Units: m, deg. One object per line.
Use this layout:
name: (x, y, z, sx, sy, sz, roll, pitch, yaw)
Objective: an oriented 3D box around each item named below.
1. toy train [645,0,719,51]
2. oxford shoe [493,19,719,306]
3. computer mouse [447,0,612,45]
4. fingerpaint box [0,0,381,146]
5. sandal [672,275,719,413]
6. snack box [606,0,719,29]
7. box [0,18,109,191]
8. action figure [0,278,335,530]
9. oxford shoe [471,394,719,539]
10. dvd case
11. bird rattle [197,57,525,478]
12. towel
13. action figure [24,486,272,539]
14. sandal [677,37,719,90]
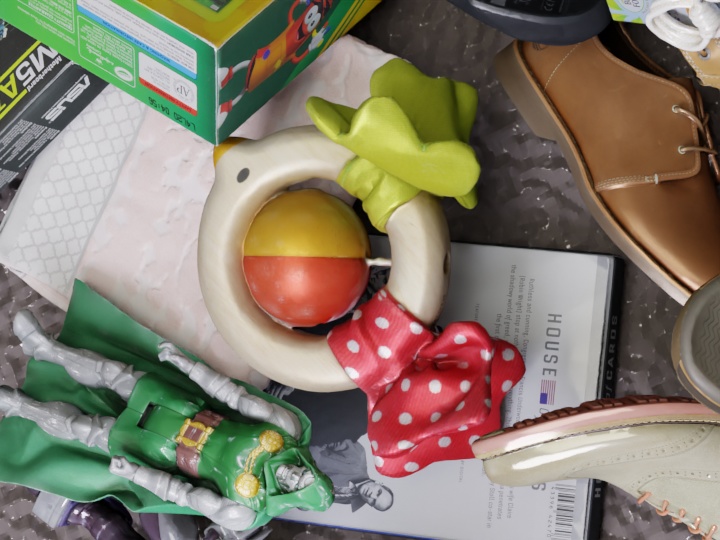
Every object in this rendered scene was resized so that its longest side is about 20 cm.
toy train: (0.221, -0.062, 1.323, 0.150, 0.200, 0.056, -30, 31, 54)
oxford shoe: (0.144, -0.051, 1.424, 0.071, 0.071, 0.200, -42, 71, 21)
computer mouse: (0.025, -0.148, 1.426, 0.199, 0.034, 0.059, 19, 51, 4)
fingerpaint box: (-0.096, -0.174, 1.492, 0.200, 0.167, 0.074, 30, 144, 22)
sandal: (0.241, 0.042, 1.336, 0.199, 0.055, 0.082, 17, 68, -1)
snack box: (0.203, -0.202, 1.373, 0.142, 0.053, 0.201, 8, 61, 25)
box: (-0.247, -0.115, 1.604, 0.200, 0.047, 0.193, -43, 65, 19)
action figure: (-0.095, 0.078, 1.470, 0.199, 0.055, 0.119, 19, 75, 28)
oxford shoe: (0.152, 0.094, 1.389, 0.199, 0.071, 0.074, -4, 91, 3)
dvd case: (0.031, 0.059, 1.497, 0.199, 0.025, 0.151, 5, 89, 25)
bird rattle: (0.000, 0.000, 1.449, 0.162, 0.113, 0.201, 3, 104, 23)
towel: (-0.087, -0.052, 1.537, 0.191, 0.032, 0.201, 29, 97, 31)
action figure: (-0.096, 0.147, 1.517, 0.130, 0.069, 0.200, -53, 59, 30)
sandal: (0.161, -0.120, 1.413, 0.200, 0.082, 0.055, 32, 81, 25)
